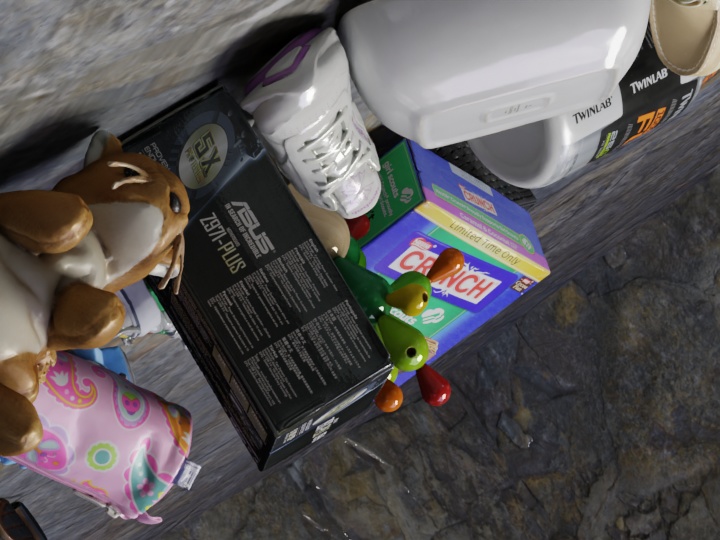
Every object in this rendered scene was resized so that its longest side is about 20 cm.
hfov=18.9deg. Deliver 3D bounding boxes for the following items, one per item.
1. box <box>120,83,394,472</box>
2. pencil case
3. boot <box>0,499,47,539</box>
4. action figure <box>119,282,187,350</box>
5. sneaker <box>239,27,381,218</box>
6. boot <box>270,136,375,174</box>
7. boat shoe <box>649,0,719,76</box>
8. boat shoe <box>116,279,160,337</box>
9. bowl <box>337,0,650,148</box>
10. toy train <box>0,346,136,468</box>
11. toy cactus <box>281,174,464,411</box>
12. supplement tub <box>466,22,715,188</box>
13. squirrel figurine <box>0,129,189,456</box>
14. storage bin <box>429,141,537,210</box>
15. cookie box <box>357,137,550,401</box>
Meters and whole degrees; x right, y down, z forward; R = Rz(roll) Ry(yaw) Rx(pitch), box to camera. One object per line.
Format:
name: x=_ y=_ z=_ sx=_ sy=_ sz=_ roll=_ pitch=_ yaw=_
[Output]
box: x=-0.072 y=0.009 z=1.338 sx=0.086 sy=0.201 sz=0.164 roll=-30 pitch=171 yaw=-11
pencil case: x=-0.201 y=0.090 z=1.360 sx=0.087 sy=0.199 sz=0.088 roll=-45 pitch=-150 yaw=35
boot: x=-0.389 y=0.297 z=2.279 sx=0.097 sy=0.075 sz=0.200 roll=-35 pitch=174 yaw=-4
action figure: x=-0.151 y=0.032 z=1.625 sx=0.117 sy=0.055 sz=0.199 roll=4 pitch=-176 yaw=32
sneaker: x=-0.019 y=-0.087 z=1.327 sx=0.075 sy=0.100 sz=0.200 roll=-40 pitch=173 yaw=-4
boot: x=-0.037 y=-0.065 z=1.610 sx=0.200 sy=0.072 sz=0.166 roll=-40 pitch=-178 yaw=33
boat shoe: x=0.205 y=-0.201 z=1.366 sx=0.065 sy=0.072 sz=0.201 roll=-45 pitch=148 yaw=-38
boat shoe: x=-0.184 y=0.016 z=1.394 sx=0.086 sy=0.075 sz=0.202 roll=-32 pitch=170 yaw=-7
bowl: x=0.090 y=-0.136 z=1.359 sx=0.198 sy=0.075 sz=0.200 roll=-15 pitch=173 yaw=0
toy train: x=-0.223 y=0.094 z=1.581 sx=0.113 sy=0.087 sz=0.200 roll=-11 pitch=174 yaw=-4
toy cactus: x=0.000 y=0.000 z=1.441 sx=0.102 sy=0.165 sz=0.200 roll=-36 pitch=-155 yaw=12
supplement tub: x=0.177 y=-0.152 z=1.643 sx=0.199 sy=0.123 sz=0.123 roll=-28 pitch=171 yaw=-32
squirrel figurine: x=-0.189 y=0.001 z=1.195 sx=0.186 sy=0.142 sz=0.200 roll=-40 pitch=-168 yaw=-35
storage bin: x=0.040 y=-0.039 z=1.894 sx=0.199 sy=0.094 sz=0.135 roll=-36 pitch=172 yaw=23
cookie box: x=0.025 y=0.003 z=1.757 sx=0.200 sy=0.076 sz=0.171 roll=-38 pitch=138 yaw=24
